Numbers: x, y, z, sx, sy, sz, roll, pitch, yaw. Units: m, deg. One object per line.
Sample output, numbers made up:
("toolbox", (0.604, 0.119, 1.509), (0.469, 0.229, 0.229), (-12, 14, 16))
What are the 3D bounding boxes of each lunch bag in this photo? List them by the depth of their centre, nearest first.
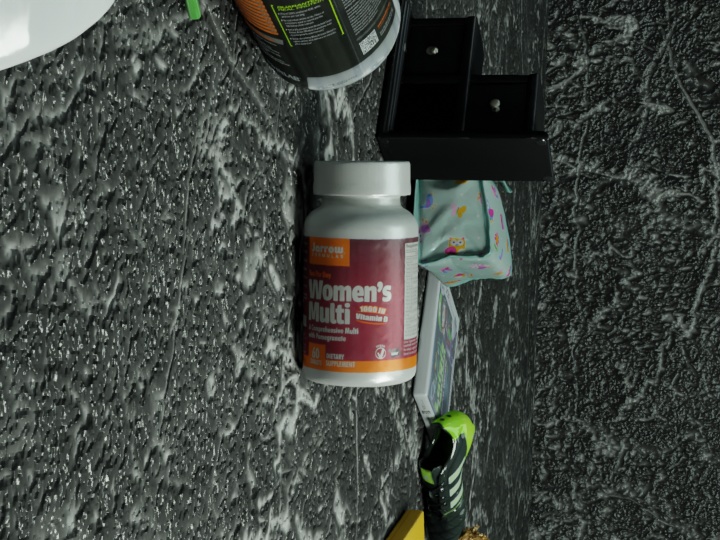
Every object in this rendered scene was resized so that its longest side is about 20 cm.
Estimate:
("lunch bag", (0.132, -0.095, 1.776), (0.170, 0.120, 0.203), (37, 48, -71))

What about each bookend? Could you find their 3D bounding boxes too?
("bookend", (0.134, -0.213, 1.598), (0.092, 0.197, 0.201), (67, 29, -60))

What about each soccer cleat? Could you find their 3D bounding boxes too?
("soccer cleat", (0.110, 0.291, 1.867), (0.081, 0.067, 0.203), (-7, 107, -48))

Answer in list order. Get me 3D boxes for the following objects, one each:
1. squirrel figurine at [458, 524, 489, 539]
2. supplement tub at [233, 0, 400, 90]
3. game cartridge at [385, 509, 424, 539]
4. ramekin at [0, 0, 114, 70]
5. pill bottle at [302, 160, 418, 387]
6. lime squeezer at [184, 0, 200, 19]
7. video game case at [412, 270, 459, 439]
("squirrel figurine", (0.138, 0.464, 1.910), (0.187, 0.140, 0.202), (56, 23, -50))
("supplement tub", (-0.044, -0.234, 1.024), (0.200, 0.121, 0.124), (62, 33, -66))
("game cartridge", (0.051, 0.421, 1.696), (0.176, 0.032, 0.203), (-25, 114, -75))
("ramekin", (-0.162, -0.129, 0.413), (0.201, 0.198, 0.099), (-65, 161, -58))
("pill bottle", (0.000, 0.000, 1.260), (0.109, 0.108, 0.203), (-20, 110, -75))
("lime squeezer", (-0.127, -0.256, 0.887), (0.071, 0.037, 0.203), (-130, -149, -62))
("video game case", (0.108, 0.118, 1.901), (0.182, 0.023, 0.202), (67, 28, -59))
